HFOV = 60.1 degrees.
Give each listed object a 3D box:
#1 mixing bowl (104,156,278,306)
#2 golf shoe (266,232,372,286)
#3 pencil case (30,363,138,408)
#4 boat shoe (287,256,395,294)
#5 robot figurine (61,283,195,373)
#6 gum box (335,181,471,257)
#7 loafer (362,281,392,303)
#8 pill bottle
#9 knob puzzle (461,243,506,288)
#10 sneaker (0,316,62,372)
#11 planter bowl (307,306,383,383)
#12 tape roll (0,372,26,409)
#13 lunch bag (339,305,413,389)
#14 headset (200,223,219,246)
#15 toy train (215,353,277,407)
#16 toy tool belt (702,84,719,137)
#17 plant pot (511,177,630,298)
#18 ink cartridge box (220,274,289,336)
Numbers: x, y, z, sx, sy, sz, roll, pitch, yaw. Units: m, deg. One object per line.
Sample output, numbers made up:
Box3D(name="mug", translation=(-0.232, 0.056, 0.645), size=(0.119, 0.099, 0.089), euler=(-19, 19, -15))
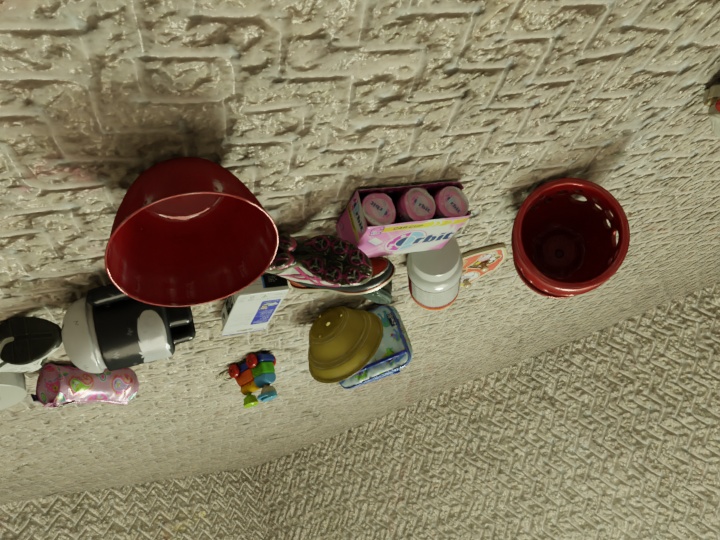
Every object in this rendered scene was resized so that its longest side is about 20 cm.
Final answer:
Box3D(name="mixing bowl", translation=(-0.204, -0.059, 0.741), size=(0.196, 0.110, 0.202), euler=(-14, 146, -10))
Box3D(name="golf shoe", translation=(-0.071, -0.015, 0.979), size=(0.196, 0.074, 0.092), euler=(12, 168, 13))
Box3D(name="pencil case", translation=(-0.554, 0.237, 1.265), size=(0.086, 0.089, 0.199), euler=(-27, 159, 25))
Box3D(name="boat shoe", translation=(-0.040, -0.004, 1.046), size=(0.196, 0.072, 0.063), euler=(-2, 136, 20))
Box3D(name="robot figurine", translation=(-0.368, 0.088, 0.990), size=(0.196, 0.154, 0.125), euler=(-12, -171, -16))
Box3D(name="gum box", translation=(0.072, -0.080, 1.000), size=(0.196, 0.067, 0.114), euler=(-8, 159, -25))
Box3D(name="loafer", translation=(0.000, 0.000, 1.174), size=(0.071, 0.064, 0.200), euler=(1, 156, 33))
Box3D(name="pill bottle", translation=(0.143, 0.000, 1.203), size=(0.107, 0.111, 0.201), euler=(-17, 159, 0))
Box3D(name="knob puzzle", translation=(0.251, 0.000, 1.407), size=(0.215, 0.031, 0.220), euler=(-16, 159, -6))
Box3D(name="sneaker", translation=(-0.545, 0.123, 1.027), size=(0.197, 0.077, 0.115), euler=(-15, 170, 17))
Box3D(name="planter bowl", translation=(-0.053, 0.142, 1.374), size=(0.198, 0.202, 0.084), euler=(-25, 124, 18))
Box3D(name="tape roll", translation=(-0.738, 0.232, 1.169), size=(0.199, 0.038, 0.203), euler=(-15, 160, -6))
Box3D(name="lunch bag", translation=(0.020, 0.184, 1.485), size=(0.197, 0.164, 0.082), euler=(-22, 175, 12))
Box3D(name="headset", translation=(-0.221, -0.047, 0.874), size=(0.198, 0.095, 0.123), euler=(-20, 162, -44))
Box3D(name="toy train", translation=(-0.292, 0.297, 1.587), size=(0.198, 0.118, 0.084), euler=(-30, 156, 30))
Box3D(name="toy tool belt", translation=(0.587, -0.265, 0.926), size=(0.199, 0.124, 0.124), euler=(10, 115, -57))
Box3D(name="plant pot", translation=(0.379, -0.050, 1.158), size=(0.197, 0.204, 0.182), euler=(-20, 167, 8))
Box3D(name="ink cartridge box", translation=(-0.208, 0.067, 1.187), size=(0.098, 0.040, 0.200), euler=(-7, 155, -27))
